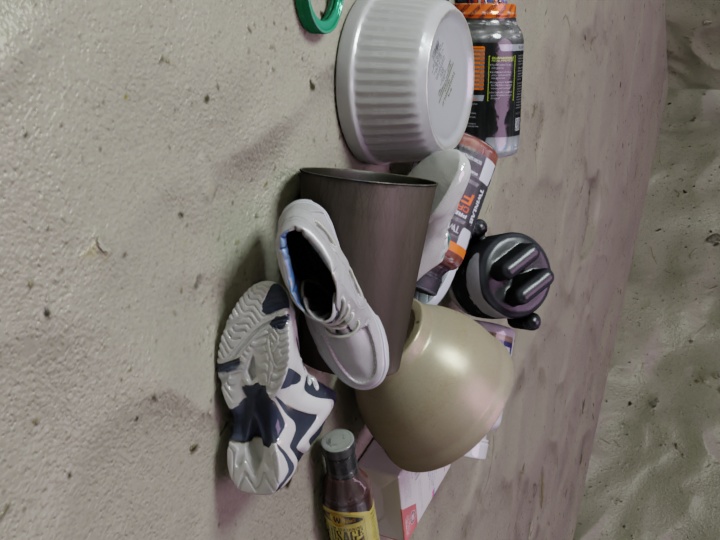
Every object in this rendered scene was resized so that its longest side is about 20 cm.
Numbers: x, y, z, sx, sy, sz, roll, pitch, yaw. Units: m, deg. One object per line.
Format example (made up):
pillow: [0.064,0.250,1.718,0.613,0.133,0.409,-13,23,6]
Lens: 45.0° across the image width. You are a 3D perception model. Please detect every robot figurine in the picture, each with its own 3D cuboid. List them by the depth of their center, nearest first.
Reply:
robot figurine: [0.206,0.008,1.290,0.200,0.122,0.154,169,-74,-72]

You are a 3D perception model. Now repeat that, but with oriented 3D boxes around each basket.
basket: [0.000,0.000,0.927,0.179,0.134,0.205,-11,110,-58]

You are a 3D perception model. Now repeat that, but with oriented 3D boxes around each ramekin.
ramekin: [0.060,-0.222,1.018,0.199,0.103,0.205,-28,122,-59]

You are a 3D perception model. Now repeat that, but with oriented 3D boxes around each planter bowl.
planter bowl: [0.068,0.120,1.054,0.135,0.198,0.202,45,52,-27]

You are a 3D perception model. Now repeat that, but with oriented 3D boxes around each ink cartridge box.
ink cartridge box: [0.071,0.258,1.207,0.200,0.066,0.119,-46,136,-49]

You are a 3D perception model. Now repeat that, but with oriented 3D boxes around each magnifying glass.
magnifying glass: [-0.039,-0.344,0.875,0.079,0.022,0.205,-24,117,-61]

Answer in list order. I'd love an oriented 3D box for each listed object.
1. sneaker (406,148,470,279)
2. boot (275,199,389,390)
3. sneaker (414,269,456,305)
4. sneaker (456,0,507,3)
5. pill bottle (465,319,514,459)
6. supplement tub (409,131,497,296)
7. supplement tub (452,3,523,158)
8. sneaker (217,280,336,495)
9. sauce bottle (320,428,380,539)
sneaker: [0.080,-0.051,1.022,0.087,0.076,0.201,14,123,-34]
boot: [-0.030,0.038,0.815,0.096,0.072,0.203,-77,143,-72]
sneaker: [0.116,-0.017,1.223,0.071,0.072,0.202,60,43,-45]
sneaker: [0.181,-0.392,1.258,0.075,0.077,0.204,-46,136,-52]
pill bottle: [0.171,0.182,1.348,0.111,0.109,0.204,26,73,-63]
supplement tub: [0.099,-0.074,1.121,0.107,0.105,0.204,27,81,-63]
supplement tub: [0.164,-0.263,1.205,0.122,0.120,0.205,-26,120,-60]
sneaker: [-0.075,0.104,0.857,0.129,0.078,0.204,-24,111,-69]
sauce bottle: [-0.015,0.281,1.041,0.066,0.065,0.204,-48,136,-49]
